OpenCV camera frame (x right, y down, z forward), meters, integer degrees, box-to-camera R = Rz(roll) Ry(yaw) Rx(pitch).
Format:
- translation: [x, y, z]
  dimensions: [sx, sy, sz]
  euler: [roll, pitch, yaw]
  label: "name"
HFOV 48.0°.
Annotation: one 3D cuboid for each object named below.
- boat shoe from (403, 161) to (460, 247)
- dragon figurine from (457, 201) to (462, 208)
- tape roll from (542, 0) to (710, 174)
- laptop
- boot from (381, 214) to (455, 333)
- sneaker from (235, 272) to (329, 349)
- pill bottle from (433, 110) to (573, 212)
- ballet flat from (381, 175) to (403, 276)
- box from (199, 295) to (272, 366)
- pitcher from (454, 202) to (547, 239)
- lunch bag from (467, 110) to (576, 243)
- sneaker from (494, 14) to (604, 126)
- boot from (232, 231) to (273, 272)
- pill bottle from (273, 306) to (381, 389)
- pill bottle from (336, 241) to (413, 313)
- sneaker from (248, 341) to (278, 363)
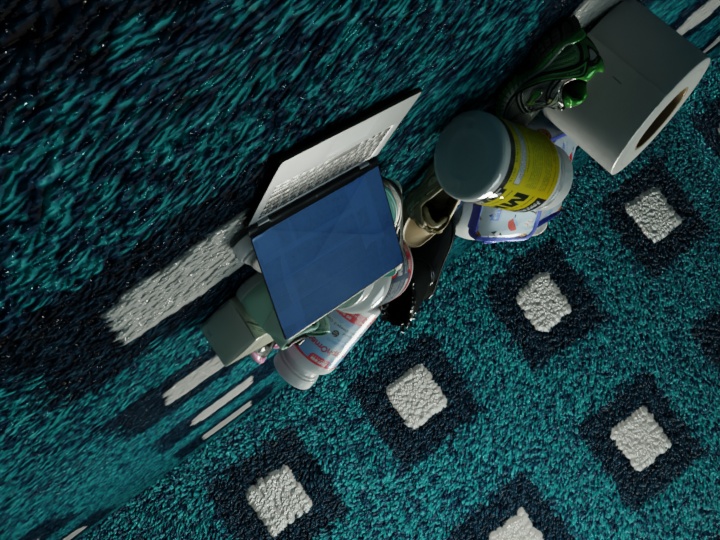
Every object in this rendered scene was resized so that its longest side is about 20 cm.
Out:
- translation: [0.105, -0.091, 1.234]
  dimensions: [0.201, 0.070, 0.066]
  euler: [115, -16, -52]
  label: "boat shoe"
- translation: [0.140, -0.126, 1.337]
  dimensions: [0.199, 0.059, 0.099]
  euler: [-37, 173, 3]
  label: "dragon figurine"
- translation: [0.378, -0.260, 1.159]
  dimensions: [0.202, 0.139, 0.203]
  euler: [-42, 164, -15]
  label: "tape roll"
- translation: [-0.011, -0.055, 0.825]
  dimensions: [0.186, 0.117, 0.200]
  euler: [-33, 172, -32]
  label: "laptop"
- translation: [0.096, -0.009, 1.366]
  dimensions: [0.162, 0.072, 0.202]
  euler: [-37, 142, -61]
  label: "boot"
- translation: [-0.053, 0.018, 1.069]
  dimensions: [0.199, 0.119, 0.074]
  euler: [-37, 172, -5]
  label: "sneaker"
- translation: [0.197, -0.139, 1.082]
  dimensions: [0.198, 0.116, 0.114]
  euler: [4, 144, -47]
  label: "pill bottle"
- translation: [0.026, -0.073, 1.046]
  dimensions: [0.202, 0.066, 0.070]
  euler: [85, 17, -56]
  label: "ballet flat"
- translation: [-0.131, 0.061, 1.161]
  dimensions: [0.082, 0.069, 0.199]
  euler: [-40, 173, 33]
  label: "box"
- translation: [0.238, -0.145, 1.467]
  dimensions: [0.196, 0.176, 0.121]
  euler: [-4, 176, -30]
  label: "pitcher"
- translation: [0.248, -0.148, 1.271]
  dimensions: [0.198, 0.123, 0.173]
  euler: [-25, 133, -40]
  label: "lunch bag"
- translation: [0.238, -0.231, 1.042]
  dimensions: [0.077, 0.086, 0.200]
  euler: [-33, 173, -21]
  label: "sneaker"
- translation: [-0.072, -0.005, 0.921]
  dimensions: [0.073, 0.096, 0.200]
  euler: [-37, 173, 13]
  label: "boot"
- translation: [-0.060, 0.103, 1.374]
  dimensions: [0.201, 0.109, 0.108]
  euler: [-51, 168, 20]
  label: "pill bottle"
- translation: [0.000, 0.000, 1.208]
  dimensions: [0.119, 0.121, 0.200]
  euler: [-38, 173, 18]
  label: "pill bottle"
- translation: [-0.140, 0.081, 1.274]
  dimensions: [0.095, 0.079, 0.200]
  euler: [-44, 180, 11]
  label: "sneaker"
